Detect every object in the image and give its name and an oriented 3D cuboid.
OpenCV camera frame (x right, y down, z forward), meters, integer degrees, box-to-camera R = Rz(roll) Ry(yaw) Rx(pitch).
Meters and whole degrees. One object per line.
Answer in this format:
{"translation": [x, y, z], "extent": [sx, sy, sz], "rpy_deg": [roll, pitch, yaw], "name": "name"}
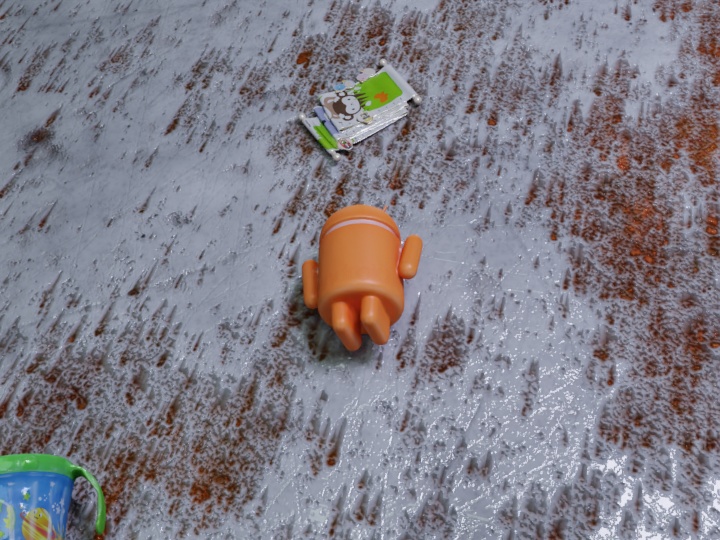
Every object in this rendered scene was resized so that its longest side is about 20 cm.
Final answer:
{"translation": [-0.385, 0.289, 0.905], "extent": [0.175, 0.139, 0.133], "rpy_deg": [-25, 62, 21], "name": "sippy cup"}
{"translation": [0.002, 0.000, 1.053], "extent": [0.115, 0.144, 0.203], "rpy_deg": [19, 49, -26], "name": "robot figurine"}
{"translation": [-0.003, -0.261, 1.300], "extent": [0.198, 0.018, 0.145], "rpy_deg": [-35, 57, -17], "name": "growth chart"}
